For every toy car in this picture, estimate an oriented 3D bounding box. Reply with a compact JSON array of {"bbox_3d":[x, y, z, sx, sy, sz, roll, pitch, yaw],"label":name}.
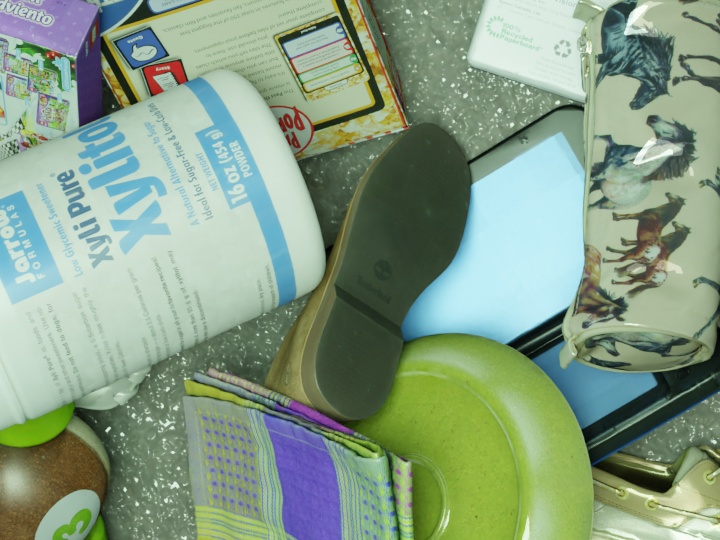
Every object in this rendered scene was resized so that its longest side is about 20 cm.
[{"bbox_3d":[-0.233,0.166,0.959,0.156,0.201,0.165,4,135,7],"label":"toy car"}]

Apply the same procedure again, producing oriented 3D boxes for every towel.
[{"bbox_3d":[-0.036,0.140,0.923,0.023,0.199,0.145,-11,106,-34],"label":"towel"}]

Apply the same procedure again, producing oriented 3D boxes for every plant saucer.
[{"bbox_3d":[0.031,0.129,0.934,0.199,0.031,0.202,-12,68,32],"label":"plant saucer"}]

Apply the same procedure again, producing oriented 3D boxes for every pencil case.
[{"bbox_3d":[0.150,-0.044,0.914,0.089,0.078,0.202,5,76,5],"label":"pencil case"}]

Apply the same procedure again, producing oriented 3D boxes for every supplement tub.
[{"bbox_3d":[-0.131,-0.012,0.911,0.199,0.132,0.133,-25,92,-13],"label":"supplement tub"}]

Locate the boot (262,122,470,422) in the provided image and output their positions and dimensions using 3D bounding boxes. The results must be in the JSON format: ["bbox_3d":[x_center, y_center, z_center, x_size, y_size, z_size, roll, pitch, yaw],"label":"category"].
[{"bbox_3d":[0.000,0.000,0.978,0.074,0.075,0.201,39,57,-21],"label":"boot"}]

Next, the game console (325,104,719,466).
[{"bbox_3d":[0.085,0.028,0.981,0.199,0.171,0.119,-32,117,9],"label":"game console"}]

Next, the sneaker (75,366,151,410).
[{"bbox_3d":[-0.141,0.030,1.033,0.199,0.077,0.081,-21,109,9],"label":"sneaker"}]

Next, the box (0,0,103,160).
[{"bbox_3d":[-0.213,-0.093,0.969,0.136,0.200,0.039,17,59,2],"label":"box"}]

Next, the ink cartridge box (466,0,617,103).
[{"bbox_3d":[0.183,-0.182,0.984,0.195,0.043,0.202,19,96,6],"label":"ink cartridge box"}]

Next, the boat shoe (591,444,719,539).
[{"bbox_3d":[0.188,0.135,0.995,0.198,0.074,0.067,7,101,6],"label":"boat shoe"}]

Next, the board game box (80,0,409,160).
[{"bbox_3d":[-0.072,-0.138,0.954,0.150,0.047,0.201,-16,137,7],"label":"board game box"}]
